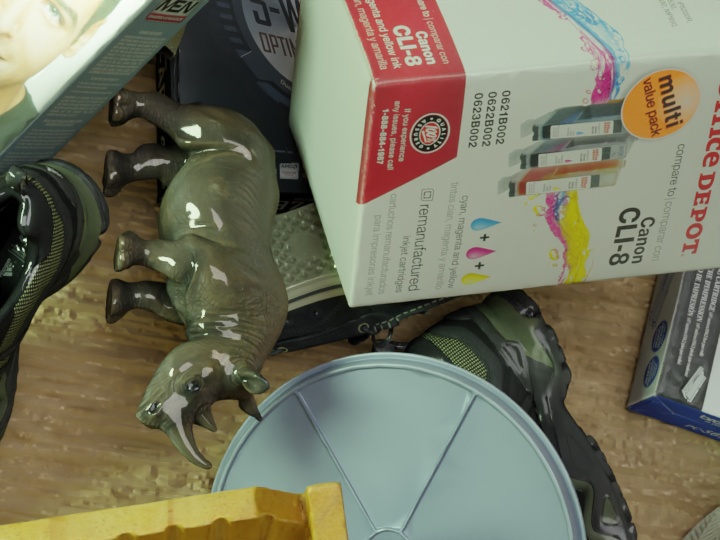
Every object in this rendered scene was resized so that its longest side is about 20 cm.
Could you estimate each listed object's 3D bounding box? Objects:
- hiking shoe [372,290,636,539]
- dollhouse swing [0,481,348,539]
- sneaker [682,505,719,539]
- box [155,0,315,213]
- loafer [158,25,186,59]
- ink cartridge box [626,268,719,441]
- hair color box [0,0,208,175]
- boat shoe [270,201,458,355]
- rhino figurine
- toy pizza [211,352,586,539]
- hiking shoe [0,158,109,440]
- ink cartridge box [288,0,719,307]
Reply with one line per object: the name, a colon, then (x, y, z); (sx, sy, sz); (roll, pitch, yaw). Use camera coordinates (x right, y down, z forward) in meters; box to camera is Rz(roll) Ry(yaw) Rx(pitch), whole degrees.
hiking shoe: (0.078, 0.114, 1.221); (0.100, 0.076, 0.201); (-21, 74, -2)
dollhouse swing: (-0.097, 0.216, 1.087); (0.199, 0.182, 0.177); (-7, 71, -7)
sneaker: (0.196, 0.200, 1.244); (0.200, 0.075, 0.085); (-47, 114, -27)
box: (-0.010, -0.111, 1.267); (0.199, 0.044, 0.161); (3, 76, -16)
loafer: (-0.110, -0.145, 1.193); (0.200, 0.076, 0.068); (-43, 70, 15)
ink cartridge box: (0.219, -0.005, 1.308); (0.094, 0.044, 0.201); (19, 71, -12)
hair color box: (-0.172, -0.111, 1.144); (0.200, 0.061, 0.099); (-43, 78, 18)
boat shoe: (0.000, 0.000, 1.217); (0.199, 0.062, 0.075); (-14, 55, -5)
rhino figurine: (-0.079, 0.003, 1.147); (0.087, 0.060, 0.201); (2, 62, -13)
toy pizza: (0.018, 0.140, 1.177); (0.199, 0.032, 0.201); (1, 94, 17)
hiking shoe: (-0.201, 0.032, 1.119); (0.076, 0.101, 0.201); (30, 97, 16)
ink cartridge box: (0.079, -0.089, 1.154); (0.199, 0.146, 0.145); (-7, 44, -13)
